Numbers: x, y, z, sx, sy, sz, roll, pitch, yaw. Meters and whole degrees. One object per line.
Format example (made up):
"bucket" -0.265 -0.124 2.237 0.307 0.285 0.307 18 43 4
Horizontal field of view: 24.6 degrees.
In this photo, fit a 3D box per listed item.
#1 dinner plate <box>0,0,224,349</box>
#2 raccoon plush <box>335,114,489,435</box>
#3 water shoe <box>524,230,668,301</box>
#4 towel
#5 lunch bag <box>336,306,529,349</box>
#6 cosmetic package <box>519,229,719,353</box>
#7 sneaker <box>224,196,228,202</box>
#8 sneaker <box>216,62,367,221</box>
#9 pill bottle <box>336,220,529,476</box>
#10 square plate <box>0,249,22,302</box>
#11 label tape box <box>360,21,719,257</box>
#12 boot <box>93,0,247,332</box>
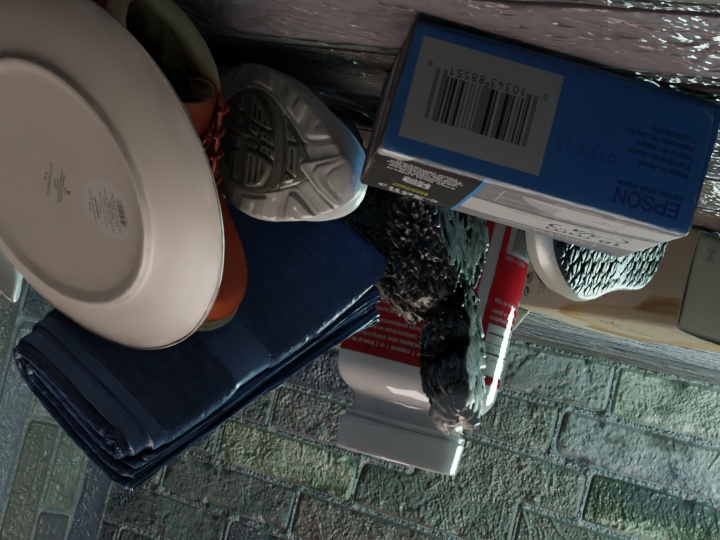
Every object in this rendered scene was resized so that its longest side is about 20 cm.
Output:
"dinner plate" -0.147 -0.047 0.822 0.198 0.202 0.024 12 -146 37
"raccoon plush" 0.000 0.000 1.000 0.132 0.203 0.097 -9 153 24
"water shoe" 0.121 -0.025 0.980 0.078 0.072 0.199 23 -176 26
"towel" -0.087 0.030 0.928 0.112 0.199 0.049 42 149 23
"lunch bag" 0.023 0.012 1.368 0.163 0.119 0.199 21 165 -35
"cosmetic package" 0.214 0.013 1.207 0.104 0.072 0.199 17 176 -26
"sneaker" -0.102 -0.086 1.120 0.080 0.074 0.200 57 180 -9
"sneaker" -0.048 -0.079 0.928 0.099 0.079 0.199 5 -162 -42
"pill bottle" 0.048 0.030 1.111 0.111 0.203 0.112 15 176 1
"square plate" -0.288 -0.086 1.122 0.198 0.028 0.200 46 -170 -18
"label tape box" 0.077 -0.056 0.807 0.142 0.064 0.200 16 176 -2
"boot" -0.099 -0.054 0.837 0.106 0.075 0.202 -2 123 47
